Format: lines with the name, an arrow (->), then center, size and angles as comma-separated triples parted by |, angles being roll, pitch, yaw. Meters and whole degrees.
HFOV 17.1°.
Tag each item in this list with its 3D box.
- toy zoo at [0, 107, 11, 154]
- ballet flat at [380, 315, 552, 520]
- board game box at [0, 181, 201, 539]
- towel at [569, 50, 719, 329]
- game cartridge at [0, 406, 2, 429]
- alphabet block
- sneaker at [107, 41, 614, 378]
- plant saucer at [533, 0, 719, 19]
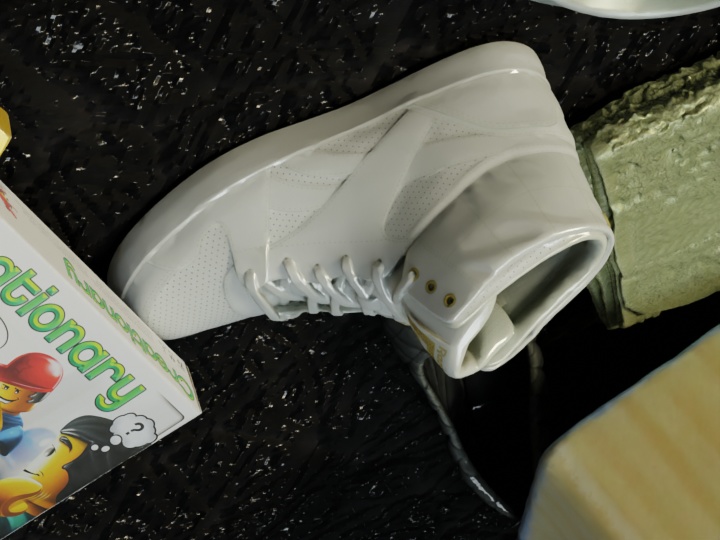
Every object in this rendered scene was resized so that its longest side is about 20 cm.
toy zoo -> -0.207, -0.043, 0.774 | 0.131, 0.020, 0.200 | -43, 121, 14
ballet flat -> 0.058, 0.048, 1.095 | 0.066, 0.057, 0.200 | -24, 145, 3
board game box -> -0.167, 0.026, 0.917 | 0.126, 0.035, 0.200 | -33, 134, 9
towel -> 0.181, -0.054, 1.061 | 0.200, 0.037, 0.148 | -24, 144, -1
game cartridge -> -0.250, 0.025, 0.834 | 0.176, 0.032, 0.200 | -30, 121, 5
alphabet block -> 0.208, 0.139, 1.119 | 0.196, 0.200, 0.195 | -34, 161, -14
sneaker -> 0.000, 0.000, 0.948 | 0.200, 0.116, 0.074 | -28, 147, 8
plant saucer -> 0.106, -0.135, 0.840 | 0.200, 0.050, 0.200 | -5, 156, -2
